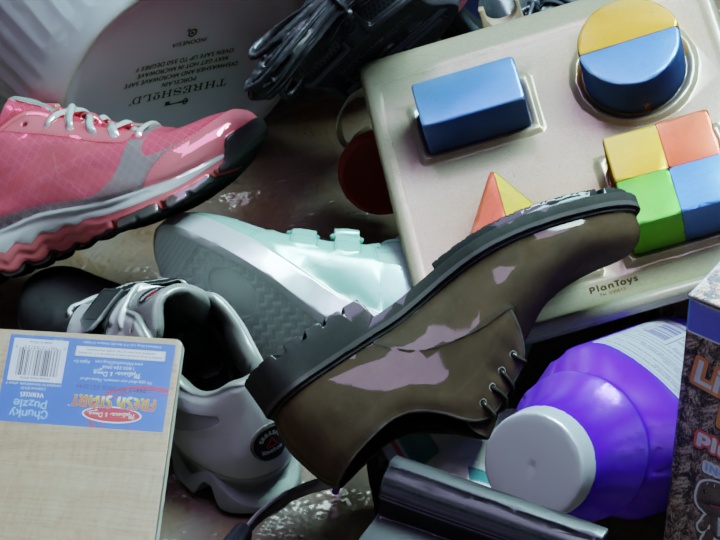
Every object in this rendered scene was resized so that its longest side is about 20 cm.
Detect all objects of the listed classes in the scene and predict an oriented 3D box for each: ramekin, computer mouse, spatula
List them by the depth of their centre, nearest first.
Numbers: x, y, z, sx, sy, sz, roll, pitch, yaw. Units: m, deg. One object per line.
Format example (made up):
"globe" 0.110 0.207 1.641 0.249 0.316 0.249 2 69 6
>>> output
"spatula" -0.040 0.114 1.284 0.020 0.057 0.200 36 57 15
"computer mouse" 0.000 -0.140 1.430 0.138 0.200 0.053 -41 82 6
"ramekin" -0.117 -0.134 1.497 0.201 0.203 0.094 -21 53 -26

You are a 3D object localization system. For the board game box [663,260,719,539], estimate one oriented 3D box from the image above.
"board game box" 0.215 0.066 1.226 0.096 0.201 0.159 23 42 26

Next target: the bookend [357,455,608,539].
"bookend" 0.008 0.213 1.030 0.092 0.201 0.199 17 39 21

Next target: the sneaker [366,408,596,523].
"sneaker" 0.076 0.125 1.252 0.093 0.071 0.200 -19 38 -15

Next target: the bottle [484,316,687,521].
"bottle" 0.119 0.071 1.254 0.083 0.065 0.200 41 23 17

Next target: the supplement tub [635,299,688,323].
"supplement tub" 0.202 -0.019 1.413 0.198 0.108 0.107 -5 37 -9

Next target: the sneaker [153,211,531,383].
"sneaker" 0.000 0.000 1.412 0.199 0.074 0.118 23 48 12

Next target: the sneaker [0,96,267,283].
"sneaker" -0.147 -0.055 1.410 0.199 0.087 0.074 -21 1 12

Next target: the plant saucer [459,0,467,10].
"plant saucer" 0.000 -0.188 1.625 0.199 0.051 0.202 -18 49 21

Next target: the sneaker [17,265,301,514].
"sneaker" -0.099 0.031 1.364 0.074 0.089 0.200 -30 45 -32

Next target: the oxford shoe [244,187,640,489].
"oxford shoe" 0.053 0.034 1.267 0.199 0.073 0.085 -33 75 -6

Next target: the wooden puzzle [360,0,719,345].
"wooden puzzle" 0.102 -0.061 1.361 0.184 0.046 0.201 -16 54 4

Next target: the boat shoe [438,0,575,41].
"boat shoe" 0.095 -0.140 1.611 0.074 0.063 0.200 -22 43 -29

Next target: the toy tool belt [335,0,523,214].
"toy tool belt" 0.089 -0.083 1.505 0.198 0.126 0.123 -13 17 9

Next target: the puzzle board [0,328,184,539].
"puzzle board" -0.187 0.097 1.282 0.198 0.017 0.152 3 63 7
